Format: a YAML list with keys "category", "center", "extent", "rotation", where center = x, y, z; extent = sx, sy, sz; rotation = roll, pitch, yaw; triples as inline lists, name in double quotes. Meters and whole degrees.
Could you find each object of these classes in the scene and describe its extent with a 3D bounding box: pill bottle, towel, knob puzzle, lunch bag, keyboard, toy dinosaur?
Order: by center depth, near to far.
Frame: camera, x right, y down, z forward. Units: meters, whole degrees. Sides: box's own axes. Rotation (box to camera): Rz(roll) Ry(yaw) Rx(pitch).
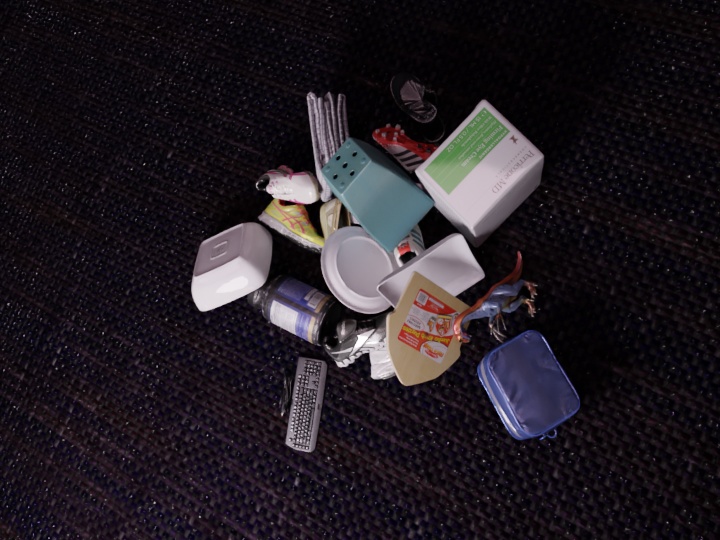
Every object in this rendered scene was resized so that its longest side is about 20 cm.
- category: "lunch bag"
  center: [0.328, 0.234, 1.186]
  extent: [0.133, 0.133, 0.203]
  rotation: [-25, 75, -6]
- category: "knob puzzle"
  center: [0.123, 0.131, 1.206]
  extent: [0.030, 0.216, 0.225]
  rotation: [13, 83, 60]
- category: "toy dinosaur"
  center: [0.268, 0.076, 1.237]
  extent: [0.177, 0.106, 0.203]
  rotation: [-8, 46, -1]
- category: "towel"
  center: [-0.065, -0.277, 1.354]
  extent: [0.083, 0.166, 0.205]
  rotation: [-7, 78, -4]
- category: "pill bottle"
  center: [-0.151, 0.078, 1.357]
  extent: [0.197, 0.112, 0.114]
  rotation: [24, 89, 18]
- category: "keyboard"
  center: [-0.138, 0.298, 1.359]
  extent: [0.102, 0.040, 0.205]
  rotation: [6, 83, 16]

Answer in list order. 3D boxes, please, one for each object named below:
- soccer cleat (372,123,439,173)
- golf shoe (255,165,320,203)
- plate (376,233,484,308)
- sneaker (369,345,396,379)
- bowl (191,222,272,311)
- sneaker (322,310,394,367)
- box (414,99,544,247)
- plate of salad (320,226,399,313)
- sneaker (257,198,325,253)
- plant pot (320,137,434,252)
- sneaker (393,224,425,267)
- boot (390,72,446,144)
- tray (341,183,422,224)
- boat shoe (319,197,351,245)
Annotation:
- category: "soccer cleat"
  center: [0.101, -0.265, 1.359]
  extent: [0.198, 0.087, 0.068]
  rotation: [30, 49, 34]
- category: "golf shoe"
  center: [-0.164, -0.185, 1.372]
  extent: [0.198, 0.091, 0.074]
  rotation: [21, 131, 50]
- category: "plate"
  center: [0.145, 0.014, 1.244]
  extent: [0.197, 0.200, 0.033]
  rotation: [-32, 55, 9]
- category: "sneaker"
  center: [0.103, 0.159, 1.292]
  extent: [0.196, 0.078, 0.102]
  rotation: [-20, 73, 12]
- category: "bowl"
  center: [-0.302, -0.024, 1.384]
  extent: [0.196, 0.075, 0.202]
  rotation: [-22, 39, 15]
- category: "sneaker"
  center: [-0.005, 0.135, 1.288]
  extent: [0.198, 0.090, 0.067]
  rotation: [-34, 32, 29]
- category: "box"
  center: [0.244, -0.189, 1.235]
  extent: [0.199, 0.200, 0.172]
  rotation: [-45, 75, 4]
- category: "plate of salad"
  center: [0.000, 0.000, 1.311]
  extent: [0.196, 0.048, 0.205]
  rotation: [13, 62, -24]
- category: "sneaker"
  center: [-0.143, -0.111, 1.403]
  extent: [0.197, 0.078, 0.091]
  rotation: [30, 84, 16]
- category: "plant pot"
  center: [0.023, -0.163, 1.217]
  extent: [0.142, 0.199, 0.142]
  rotation: [-47, 52, 9]
- category: "sneaker"
  center: [0.100, -0.061, 1.313]
  extent: [0.069, 0.093, 0.204]
  rotation: [-23, 76, 11]
- category: "boot"
  center: [0.116, -0.381, 1.317]
  extent: [0.076, 0.168, 0.203]
  rotation: [-32, 74, 9]
- category: "tray"
  center: [0.040, -0.153, 1.343]
  extent: [0.197, 0.022, 0.110]
  rotation: [11, 77, 38]
- category: "boat shoe"
  center: [-0.040, -0.060, 1.353]
  extent: [0.062, 0.072, 0.206]
  rotation: [-15, 80, 42]
